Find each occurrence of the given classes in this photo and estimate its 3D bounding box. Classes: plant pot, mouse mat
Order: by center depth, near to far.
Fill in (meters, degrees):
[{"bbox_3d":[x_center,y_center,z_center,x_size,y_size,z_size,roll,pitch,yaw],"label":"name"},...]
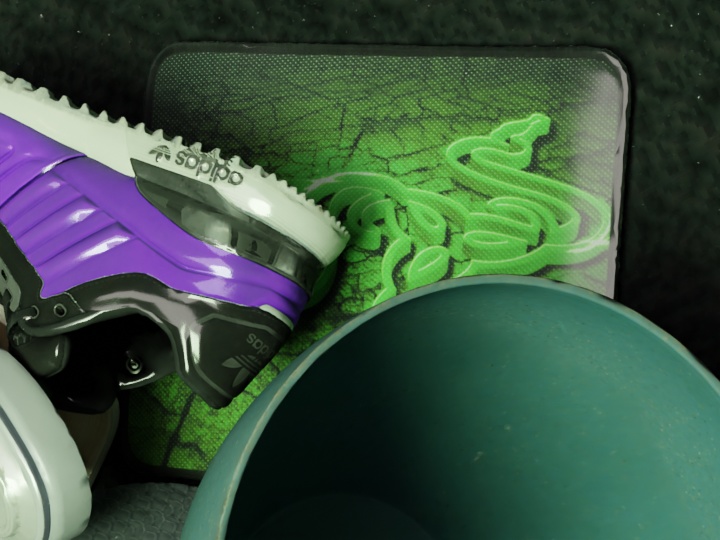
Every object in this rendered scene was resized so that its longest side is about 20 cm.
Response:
[{"bbox_3d":[0.020,0.112,0.793,0.135,0.199,0.202,-22,73,62],"label":"plant pot"},{"bbox_3d":[0.000,0.000,0.898,0.198,0.008,0.163,3,88,28],"label":"mouse mat"}]

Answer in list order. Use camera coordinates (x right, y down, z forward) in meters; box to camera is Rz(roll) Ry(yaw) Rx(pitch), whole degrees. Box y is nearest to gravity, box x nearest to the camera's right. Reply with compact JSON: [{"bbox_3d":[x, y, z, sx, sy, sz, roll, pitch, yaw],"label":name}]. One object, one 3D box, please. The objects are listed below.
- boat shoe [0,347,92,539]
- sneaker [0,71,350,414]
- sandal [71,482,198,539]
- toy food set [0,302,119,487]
[{"bbox_3d":[-0.179,0.043,0.893,0.200,0.066,0.072,37,135,27],"label":"boat shoe"},{"bbox_3d":[-0.107,-0.005,0.900,0.199,0.070,0.100,18,77,33],"label":"sneaker"},{"bbox_3d":[-0.118,0.135,0.880,0.076,0.199,0.043,43,152,42],"label":"sandal"},{"bbox_3d":[-0.190,0.088,0.966,0.143,0.060,0.201,34,103,27],"label":"toy food set"}]
